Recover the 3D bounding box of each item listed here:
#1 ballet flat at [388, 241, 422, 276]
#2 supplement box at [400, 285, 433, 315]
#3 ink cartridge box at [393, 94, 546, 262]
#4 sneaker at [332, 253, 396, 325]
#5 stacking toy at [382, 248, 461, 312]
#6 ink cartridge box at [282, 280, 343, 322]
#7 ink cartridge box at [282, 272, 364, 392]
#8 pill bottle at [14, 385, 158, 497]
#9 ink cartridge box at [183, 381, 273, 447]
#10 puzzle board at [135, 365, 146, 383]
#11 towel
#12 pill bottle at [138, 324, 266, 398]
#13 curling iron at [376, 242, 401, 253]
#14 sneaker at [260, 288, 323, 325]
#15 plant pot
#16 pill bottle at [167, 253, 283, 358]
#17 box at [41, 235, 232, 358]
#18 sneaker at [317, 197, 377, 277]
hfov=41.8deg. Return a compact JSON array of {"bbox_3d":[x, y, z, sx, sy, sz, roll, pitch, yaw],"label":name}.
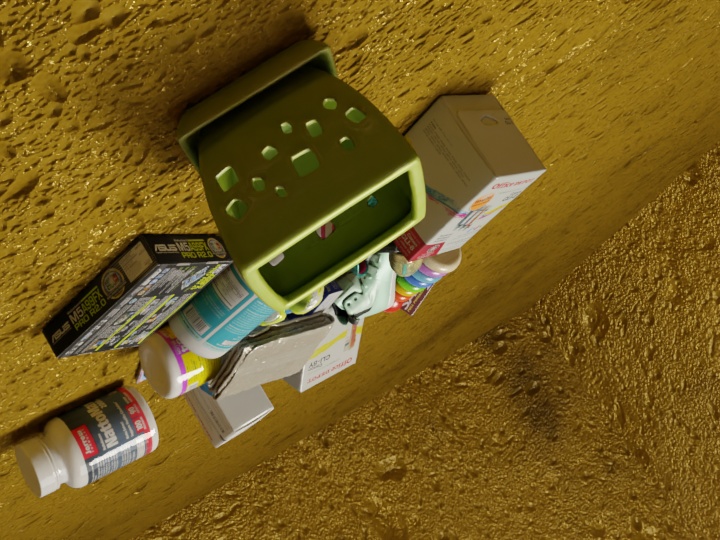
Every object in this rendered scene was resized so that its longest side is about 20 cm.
[{"bbox_3d":[0.077,-0.063,1.468,0.071,0.071,0.200,-43,-160,34],"label":"ballet flat"},{"bbox_3d":[0.108,-0.001,1.751,0.109,0.061,0.200,-56,-178,17],"label":"supplement box"},{"bbox_3d":[0.131,-0.135,1.352,0.145,0.145,0.200,-15,156,-49],"label":"ink cartridge box"},{"bbox_3d":[0.000,0.000,1.517,0.118,0.074,0.201,-28,132,-33],"label":"sneaker"},{"bbox_3d":[0.085,0.008,1.585,0.085,0.086,0.200,-23,164,-38],"label":"stacking toy"},{"bbox_3d":[-0.122,0.064,1.528,0.200,0.094,0.044,-49,162,29],"label":"ink cartridge box"},{"bbox_3d":[-0.068,0.092,1.641,0.145,0.083,0.201,-24,137,-40],"label":"ink cartridge box"},{"bbox_3d":[-0.437,0.276,1.506,0.199,0.120,0.120,-25,164,-35],"label":"pill bottle"},{"bbox_3d":[-0.241,0.217,1.649,0.086,0.147,0.200,-29,174,-23],"label":"ink cartridge box"},{"bbox_3d":[-0.273,0.117,1.561,0.199,0.017,0.151,-27,165,-30],"label":"puzzle board"},{"bbox_3d":[-0.138,0.130,1.454,0.199,0.035,0.133,-12,147,-49],"label":"towel"},{"bbox_3d":[-0.232,0.112,1.451,0.199,0.105,0.104,-24,164,-36],"label":"pill bottle"},{"bbox_3d":[-0.004,-0.032,1.436,0.199,0.026,0.050,3,-141,50],"label":"curling iron"},{"bbox_3d":[-0.142,0.041,1.409,0.199,0.076,0.105,-7,-169,17],"label":"sneaker"},{"bbox_3d":[-0.064,-0.098,0.947,0.198,0.182,0.200,-32,167,-3],"label":"plant pot"},{"bbox_3d":[-0.164,0.024,1.289,0.200,0.111,0.111,-39,166,21],"label":"pill bottle"},{"bbox_3d":[-0.279,0.031,1.190,0.200,0.044,0.160,-39,166,22],"label":"box"},{"bbox_3d":[-0.043,-0.033,1.348,0.200,0.121,0.084,-36,166,13],"label":"sneaker"}]
